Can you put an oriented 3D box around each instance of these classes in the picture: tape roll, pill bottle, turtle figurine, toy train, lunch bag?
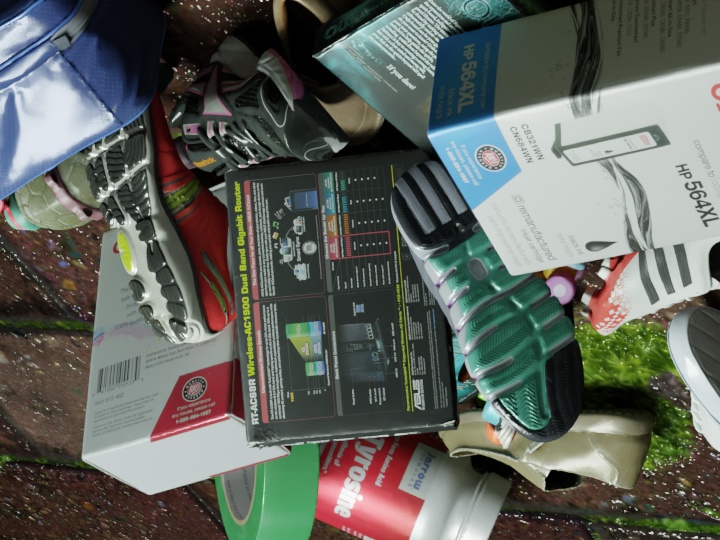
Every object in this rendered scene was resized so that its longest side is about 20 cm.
[{"bbox_3d":[-0.081,0.134,1.673,0.048,0.202,0.201,-1,155,-17],"label":"tape roll"},{"bbox_3d":[0.026,0.186,1.783,0.199,0.113,0.113,23,150,6],"label":"pill bottle"},{"bbox_3d":[-0.210,-0.080,1.537,0.199,0.101,0.150,-25,130,28],"label":"turtle figurine"},{"bbox_3d":[0.117,0.023,1.409,0.055,0.201,0.150,23,175,7],"label":"toy train"},{"bbox_3d":[-0.236,-0.157,1.402,0.199,0.136,0.132,-29,125,23],"label":"lunch bag"}]

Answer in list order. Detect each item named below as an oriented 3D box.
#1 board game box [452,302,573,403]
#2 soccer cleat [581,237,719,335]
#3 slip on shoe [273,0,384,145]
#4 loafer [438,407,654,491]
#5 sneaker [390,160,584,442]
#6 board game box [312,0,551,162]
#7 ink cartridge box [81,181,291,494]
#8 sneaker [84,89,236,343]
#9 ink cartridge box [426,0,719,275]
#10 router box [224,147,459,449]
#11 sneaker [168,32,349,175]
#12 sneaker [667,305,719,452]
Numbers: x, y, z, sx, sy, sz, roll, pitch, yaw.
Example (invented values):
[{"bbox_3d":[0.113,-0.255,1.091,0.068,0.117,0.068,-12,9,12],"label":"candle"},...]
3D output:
[{"bbox_3d":[0.060,0.060,1.571,0.134,0.028,0.200,5,157,-22],"label":"board game box"},{"bbox_3d":[0.213,-0.003,1.389,0.085,0.069,0.200,29,146,4],"label":"soccer cleat"},{"bbox_3d":[-0.023,-0.143,1.362,0.076,0.061,0.201,19,149,13],"label":"slip on shoe"},{"bbox_3d":[0.147,0.146,1.647,0.199,0.068,0.076,-5,173,42],"label":"loafer"},{"bbox_3d":[0.087,0.022,1.344,0.201,0.074,0.088,63,176,9],"label":"sneaker"},{"bbox_3d":[0.085,-0.116,1.297,0.135,0.028,0.200,-26,130,35],"label":"board game box"},{"bbox_3d":[-0.127,0.052,1.550,0.145,0.201,0.083,-18,145,31],"label":"ink cartridge box"},{"bbox_3d":[-0.137,-0.048,1.461,0.077,0.085,0.202,-12,94,47],"label":"sneaker"},{"bbox_3d":[0.160,-0.087,1.228,0.199,0.085,0.146,-11,136,25],"label":"ink cartridge box"},{"bbox_3d":[-0.012,0.020,1.430,0.149,0.202,0.062,-5,174,6],"label":"router box"},{"bbox_3d":[-0.075,-0.096,1.365,0.080,0.086,0.200,47,175,-19],"label":"sneaker"},{"bbox_3d":[0.273,0.101,1.494,0.070,0.073,0.200,-11,133,43],"label":"sneaker"}]
